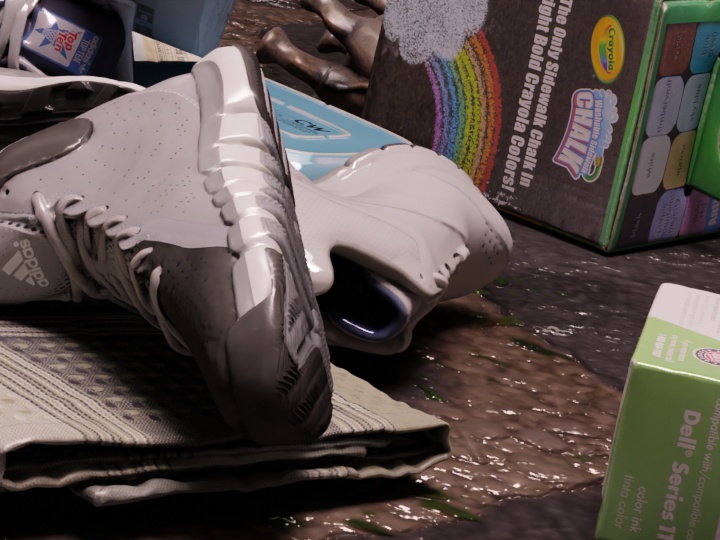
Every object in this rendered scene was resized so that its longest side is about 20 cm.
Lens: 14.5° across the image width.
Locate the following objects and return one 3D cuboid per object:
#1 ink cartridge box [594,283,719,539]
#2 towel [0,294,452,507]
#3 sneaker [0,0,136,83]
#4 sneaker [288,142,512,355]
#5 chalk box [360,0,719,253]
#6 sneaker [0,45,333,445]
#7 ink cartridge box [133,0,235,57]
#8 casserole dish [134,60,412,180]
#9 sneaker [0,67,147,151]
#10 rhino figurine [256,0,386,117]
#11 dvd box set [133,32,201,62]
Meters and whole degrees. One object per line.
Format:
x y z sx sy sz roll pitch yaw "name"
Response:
0.187 0.068 0.948 0.200 0.067 0.117 13 15 8 "ink cartridge box"
-0.099 0.037 0.940 0.192 0.035 0.200 1 16 -42 "towel"
-0.170 -0.118 1.205 0.108 0.070 0.200 13 -18 31 "sneaker"
0.000 0.000 1.068 0.087 0.075 0.200 42 23 28 "sneaker"
0.120 -0.087 1.350 0.200 0.125 0.124 23 19 33 "chalk box"
-0.075 0.004 0.914 0.115 0.075 0.200 -15 30 2 "sneaker"
-0.141 -0.144 1.257 0.160 0.047 0.200 23 5 2 "ink cartridge box"
-0.050 -0.058 1.284 0.121 0.039 0.200 -4 23 -43 "casserole dish"
-0.123 -0.050 1.141 0.200 0.074 0.079 16 11 18 "sneaker"
0.024 -0.115 1.495 0.087 0.060 0.200 36 21 13 "rhino figurine"
-0.181 -0.154 1.395 0.200 0.029 0.146 2 58 -30 "dvd box set"
